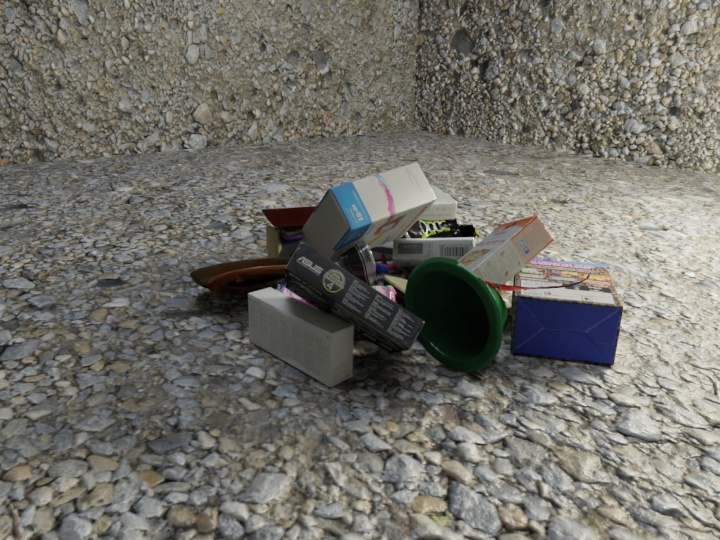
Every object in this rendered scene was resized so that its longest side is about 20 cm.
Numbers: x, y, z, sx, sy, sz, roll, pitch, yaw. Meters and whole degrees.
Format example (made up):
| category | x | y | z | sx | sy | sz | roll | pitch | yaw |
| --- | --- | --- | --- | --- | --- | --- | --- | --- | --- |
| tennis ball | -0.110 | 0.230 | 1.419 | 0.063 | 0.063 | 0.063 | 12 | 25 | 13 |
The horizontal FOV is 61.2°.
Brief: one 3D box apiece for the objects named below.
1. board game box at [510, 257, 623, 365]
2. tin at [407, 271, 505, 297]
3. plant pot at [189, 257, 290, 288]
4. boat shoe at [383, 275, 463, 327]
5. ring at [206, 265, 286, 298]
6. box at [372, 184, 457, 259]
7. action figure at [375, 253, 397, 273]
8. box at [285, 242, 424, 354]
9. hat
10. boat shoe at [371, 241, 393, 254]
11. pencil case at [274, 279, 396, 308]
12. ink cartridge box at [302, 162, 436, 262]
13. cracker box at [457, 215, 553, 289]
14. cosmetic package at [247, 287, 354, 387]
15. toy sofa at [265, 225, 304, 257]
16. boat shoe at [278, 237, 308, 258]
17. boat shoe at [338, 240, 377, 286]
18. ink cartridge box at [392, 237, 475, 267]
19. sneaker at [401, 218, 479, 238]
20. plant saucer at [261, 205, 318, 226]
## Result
| category | x | y | z | sx | sy | sz | roll | pitch | yaw |
| --- | --- | --- | --- | --- | --- | --- | --- | --- | --- |
| board game box | 0.330 | 0.059 | 1.006 | 0.156 | 0.099 | 0.200 | 6 | 20 | 13 |
| tin | 0.188 | 0.025 | 1.192 | 0.196 | 0.043 | 0.112 | -2 | 15 | -8 |
| plant pot | -0.215 | 0.008 | 1.130 | 0.196 | 0.028 | 0.200 | -8 | -6 | -1 |
| boat shoe | 0.096 | 0.062 | 1.028 | 0.073 | 0.064 | 0.201 | 6 | 18 | -35 |
| ring | -0.172 | 0.023 | 1.082 | 0.196 | 0.020 | 0.201 | -8 | -11 | -2 |
| box | 0.105 | -0.120 | 1.452 | 0.195 | 0.133 | 0.200 | -3 | 20 | -11 |
| action figure | 0.000 | 0.000 | 1.227 | 0.065 | 0.053 | 0.199 | -3 | 15 | 42 |
| box | -0.016 | 0.047 | 0.870 | 0.198 | 0.050 | 0.161 | 33 | -11 | 0 |
| hat | 0.193 | 0.047 | 0.921 | 0.174 | 0.168 | 0.199 | -22 | 46 | -41 |
| boat shoe | 0.106 | -0.066 | 1.326 | 0.196 | 0.068 | 0.070 | 7 | -13 | -25 |
| pencil case | -0.039 | 0.058 | 1.010 | 0.196 | 0.089 | 0.088 | 4 | 19 | 6 |
| ink cartridge box | 0.016 | -0.099 | 1.076 | 0.198 | 0.086 | 0.145 | -23 | -13 | -33 |
| cracker box | 0.218 | -0.008 | 1.054 | 0.199 | 0.058 | 0.134 | -40 | 7 | -14 |
| cosmetic package | -0.093 | 0.094 | 0.913 | 0.050 | 0.084 | 0.198 | -17 | 27 | -41 |
| toy sofa | -0.105 | -0.064 | 1.355 | 0.197 | 0.085 | 0.097 | -12 | 20 | -33 |
| boat shoe | -0.093 | -0.021 | 1.200 | 0.067 | 0.075 | 0.198 | 7 | -12 | -32 |
| boat shoe | -0.010 | 0.010 | 1.084 | 0.067 | 0.075 | 0.200 | -23 | -12 | -5 |
| ink cartridge box | 0.157 | -0.022 | 1.244 | 0.157 | 0.048 | 0.200 | -1 | -13 | 13 |
| sneaker | 0.168 | -0.089 | 1.286 | 0.197 | 0.083 | 0.073 | 9 | 50 | -35 |
| plant saucer | -0.098 | -0.111 | 1.243 | 0.195 | 0.038 | 0.200 | -4 | 5 | -6 |
